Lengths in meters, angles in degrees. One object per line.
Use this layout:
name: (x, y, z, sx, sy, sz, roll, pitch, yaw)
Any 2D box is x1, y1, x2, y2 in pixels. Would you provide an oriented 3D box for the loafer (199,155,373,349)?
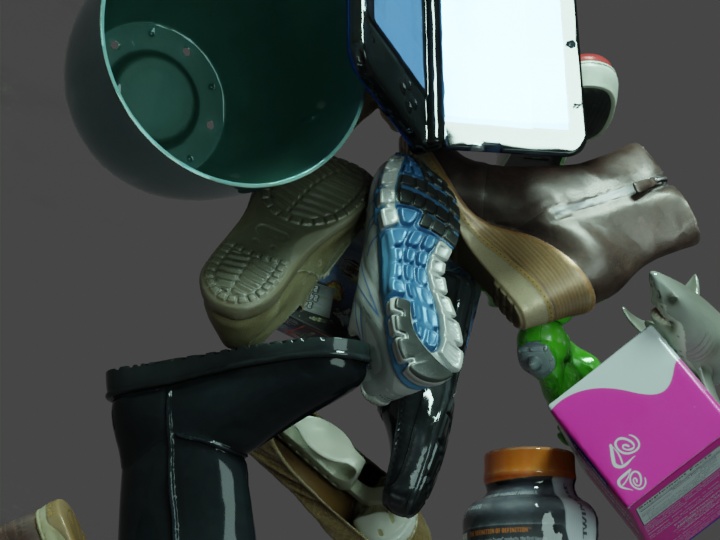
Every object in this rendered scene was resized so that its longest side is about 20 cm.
loafer: (-0.056, -0.015, 1.377, 0.076, 0.068, 0.200, 29, 44, 16)

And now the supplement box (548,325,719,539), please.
supplement box: (0.224, 0.136, 1.456, 0.103, 0.200, 0.101, -37, 65, -2)

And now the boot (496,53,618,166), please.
boot: (0.150, -0.167, 1.514, 0.072, 0.200, 0.145, 6, 74, -10)

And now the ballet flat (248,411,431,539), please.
ballet flat: (-0.010, 0.153, 1.405, 0.200, 0.072, 0.068, 45, 60, -15)

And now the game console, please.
game console: (0.075, -0.192, 1.368, 0.171, 0.118, 0.201, 49, 33, -50)

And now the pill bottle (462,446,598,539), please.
pill bottle: (0.129, 0.236, 1.450, 0.106, 0.106, 0.201, 8, 74, -30)

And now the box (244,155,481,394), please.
box: (0.000, 0.000, 1.469, 0.199, 0.040, 0.138, 27, 64, -23)

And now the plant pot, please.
plant pot: (-0.119, -0.141, 1.355, 0.200, 0.161, 0.202, 6, 78, -28)

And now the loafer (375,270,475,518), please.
loafer: (0.036, 0.087, 1.400, 0.070, 0.068, 0.201, 10, 57, 5)

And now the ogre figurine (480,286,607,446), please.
ogre figurine: (0.154, 0.027, 1.517, 0.120, 0.098, 0.201, 36, 70, -60)

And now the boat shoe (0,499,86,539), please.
boat shoe: (-0.194, 0.256, 1.280, 0.072, 0.072, 0.201, -21, 101, -3)

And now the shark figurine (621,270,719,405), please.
shark figurine: (0.274, 0.049, 1.467, 0.089, 0.214, 0.128, -36, 82, 3)

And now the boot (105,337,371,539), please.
boot: (-0.079, 0.140, 1.319, 0.199, 0.076, 0.169, -10, 79, 12)

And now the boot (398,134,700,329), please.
boot: (0.140, -0.057, 1.459, 0.166, 0.072, 0.200, -28, 64, -18)

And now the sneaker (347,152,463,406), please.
sneaker: (0.021, 0.007, 1.372, 0.075, 0.087, 0.201, 24, 50, -27)

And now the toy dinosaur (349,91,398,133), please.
toy dinosaur: (0.009, -0.141, 1.510, 0.101, 0.058, 0.201, 24, 55, -11)
